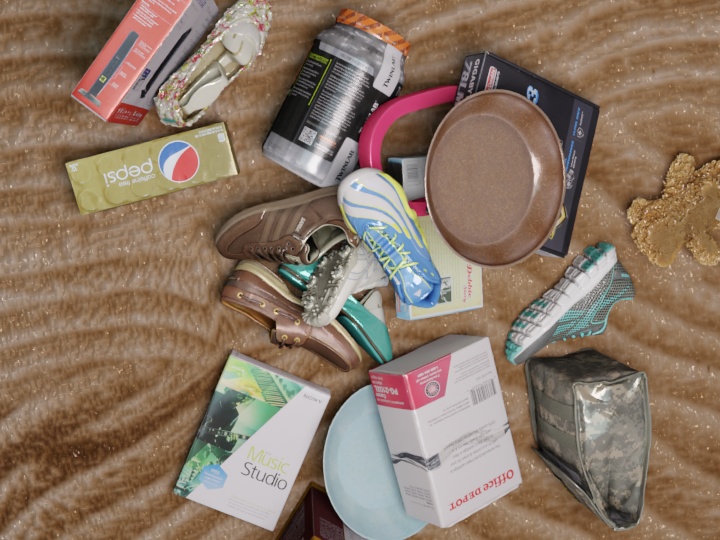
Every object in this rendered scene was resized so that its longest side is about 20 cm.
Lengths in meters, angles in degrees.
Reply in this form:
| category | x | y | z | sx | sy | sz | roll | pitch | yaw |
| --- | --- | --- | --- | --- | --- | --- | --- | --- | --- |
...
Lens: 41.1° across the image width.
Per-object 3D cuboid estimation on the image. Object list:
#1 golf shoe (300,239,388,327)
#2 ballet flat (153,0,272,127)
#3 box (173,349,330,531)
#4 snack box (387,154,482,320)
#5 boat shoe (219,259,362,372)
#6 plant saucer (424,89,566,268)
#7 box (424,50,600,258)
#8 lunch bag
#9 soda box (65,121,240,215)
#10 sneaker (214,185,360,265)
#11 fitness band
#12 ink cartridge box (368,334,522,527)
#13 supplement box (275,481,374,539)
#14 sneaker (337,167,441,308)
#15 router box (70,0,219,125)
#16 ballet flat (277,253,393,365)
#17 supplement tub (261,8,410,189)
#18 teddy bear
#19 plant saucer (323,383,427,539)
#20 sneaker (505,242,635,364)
| category | x | y | z | sx | sy | sz | roll | pitch | yaw |
| --- | --- | --- | --- | --- | --- | --- | --- | --- | --- |
| golf shoe | 0.000 | 0.000 | 1.178 | 0.097 | 0.078 | 0.201 | 43 | 55 | -25 |
| ballet flat | -0.167 | -0.248 | 1.166 | 0.200 | 0.064 | 0.076 | -50 | 132 | -1 |
| box | -0.141 | 0.223 | 1.256 | 0.143 | 0.036 | 0.201 | 22 | 95 | -7 |
| snack box | 0.096 | -0.045 | 1.213 | 0.115 | 0.037 | 0.202 | -8 | 99 | -29 |
| boat shoe | -0.089 | 0.070 | 1.211 | 0.200 | 0.072 | 0.068 | 37 | 63 | -3 |
| plant saucer | 0.148 | -0.104 | 1.100 | 0.199 | 0.037 | 0.202 | -2 | 95 | -29 |
| box | 0.190 | -0.136 | 1.169 | 0.197 | 0.050 | 0.202 | 18 | 84 | -32 |
| lunch bag | 0.289 | 0.215 | 1.221 | 0.117 | 0.164 | 0.202 | -8 | 98 | -8 |
| soda box | -0.253 | -0.126 | 1.185 | 0.198 | 0.064 | 0.068 | -15 | 99 | -2 |
| sneaker | -0.089 | -0.039 | 1.147 | 0.199 | 0.070 | 0.076 | -19 | 61 | 22 |
| fitness band | 0.085 | -0.144 | 1.152 | 0.199 | 0.037 | 0.145 | -20 | 105 | -30 |
| ink cartridge box | 0.110 | 0.199 | 1.217 | 0.144 | 0.084 | 0.202 | -20 | 100 | -33 |
| supplement box | -0.054 | 0.412 | 1.205 | 0.132 | 0.200 | 0.198 | 31 | 95 | -7 |
| sneaker | 0.045 | -0.028 | 1.074 | 0.075 | 0.105 | 0.200 | -35 | 138 | 4 |
| router box | -0.240 | -0.253 | 1.099 | 0.049 | 0.200 | 0.180 | 36 | 94 | -7 |
| ballet flat | -0.014 | 0.037 | 1.227 | 0.200 | 0.067 | 0.070 | 43 | 79 | -10 |
| supplement tub | -0.026 | -0.203 | 1.162 | 0.122 | 0.123 | 0.201 | 27 | 96 | -7 |
| teddy bear | 0.436 | -0.082 | 1.249 | 0.200 | 0.067 | 0.145 | -45 | 108 | -4 |
| plant saucer | 0.029 | 0.245 | 1.242 | 0.200 | 0.039 | 0.203 | 5 | 81 | -32 |
| sneaker | 0.277 | 0.061 | 1.247 | 0.200 | 0.078 | 0.091 | -44 | 102 | 4 |
